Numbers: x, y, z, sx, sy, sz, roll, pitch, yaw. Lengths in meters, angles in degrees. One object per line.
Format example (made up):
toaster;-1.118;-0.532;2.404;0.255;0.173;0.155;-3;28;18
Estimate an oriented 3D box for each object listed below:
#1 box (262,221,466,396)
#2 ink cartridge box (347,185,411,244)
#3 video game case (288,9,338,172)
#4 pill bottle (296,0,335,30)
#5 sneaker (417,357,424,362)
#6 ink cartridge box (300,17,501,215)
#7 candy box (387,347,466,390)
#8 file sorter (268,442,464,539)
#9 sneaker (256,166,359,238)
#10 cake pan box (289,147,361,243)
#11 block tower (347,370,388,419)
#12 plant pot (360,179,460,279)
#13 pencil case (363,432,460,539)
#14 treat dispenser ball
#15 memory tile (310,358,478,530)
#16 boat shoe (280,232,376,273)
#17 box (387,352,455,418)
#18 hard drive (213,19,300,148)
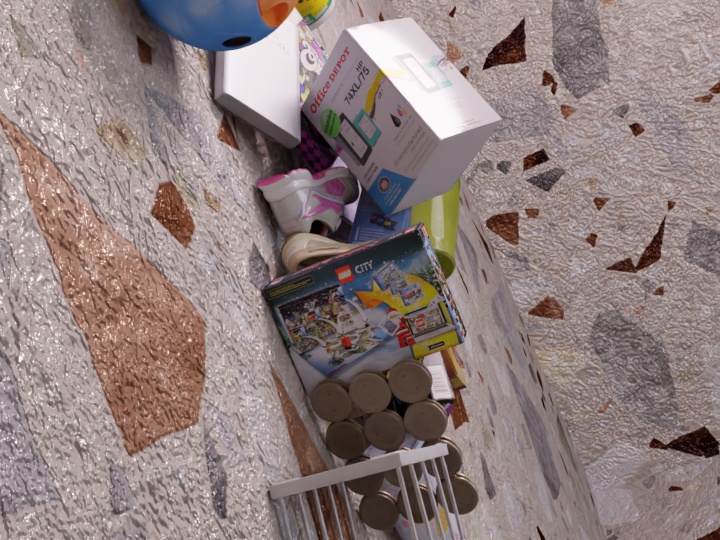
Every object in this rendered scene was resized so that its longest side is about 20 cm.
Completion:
box;0.005;0.046;1.085;0.139;0.197;0.038;67;17;-9
ink cartridge box;0.028;-0.045;1.351;0.138;0.075;0.202;93;7;-52
video game case;-0.081;-0.261;1.364;0.201;0.035;0.182;53;34;-17
pill bottle;-0.125;-0.475;1.492;0.200;0.111;0.114;53;22;-50
sneaker;0.007;0.071;1.178;0.080;0.199;0.075;9;94;-39
ink cartridge box;0.051;-0.209;1.280;0.145;0.147;0.201;-23;68;-44
candy box;0.083;0.099;1.472;0.056;0.115;0.203;47;26;-57
file sorter;0.018;0.257;0.980;0.200;0.137;0.127;24;50;-70
sneaker;-0.061;-0.083;1.257;0.199;0.080;0.090;-14;91;-59
cake pan box;-0.045;-0.139;1.458;0.200;0.051;0.187;29;45;-69
block tower;-0.001;0.131;1.245;0.059;0.053;0.200;66;15;-9
plant pot;0.082;-0.080;1.572;0.201;0.197;0.196;48;29;-54
pencil case;0.073;0.305;1.227;0.090;0.082;0.203;0;-63;61
treat dispenser ball;-0.154;-0.340;1.026;0.201;0.198;0.204;-21;90;-76
memory tile;0.038;0.202;1.096;0.017;0.151;0.203;-58;128;-65
boat shoe;0.000;0.000;1.188;0.065;0.197;0.073;-127;-129;-61
box;0.074;0.172;1.283;0.202;0.035;0.145;101;-19;-46
hard drive;-0.131;-0.270;1.243;0.131;0.026;0.203;29;47;-40
